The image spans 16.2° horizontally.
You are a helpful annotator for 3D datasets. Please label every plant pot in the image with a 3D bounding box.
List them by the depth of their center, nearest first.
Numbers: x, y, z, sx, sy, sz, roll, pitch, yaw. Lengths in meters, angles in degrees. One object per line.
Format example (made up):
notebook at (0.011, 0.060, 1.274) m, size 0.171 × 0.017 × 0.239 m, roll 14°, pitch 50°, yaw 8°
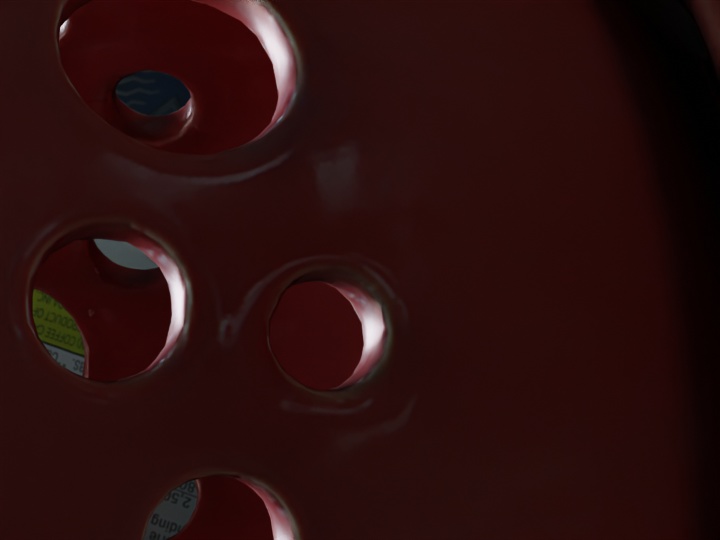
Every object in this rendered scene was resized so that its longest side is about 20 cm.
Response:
plant pot at (-0.016, 0.021, 0.428) m, size 0.200 × 0.182 × 0.201 m, roll 171°, pitch 90°, yaw -77°

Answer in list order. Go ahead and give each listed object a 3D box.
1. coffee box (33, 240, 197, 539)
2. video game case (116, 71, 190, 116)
coffee box at (-0.094, 0.110, 0.607) m, size 0.200 × 0.199 × 0.198 m, roll 119°, pitch 169°, yaw -51°
video game case at (-0.096, -0.057, 0.690) m, size 0.182 × 0.200 × 0.022 m, roll 46°, pitch 175°, yaw -34°
